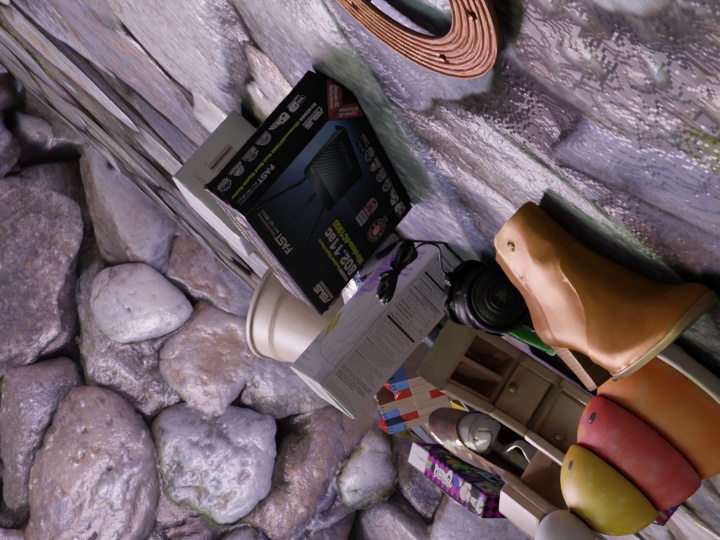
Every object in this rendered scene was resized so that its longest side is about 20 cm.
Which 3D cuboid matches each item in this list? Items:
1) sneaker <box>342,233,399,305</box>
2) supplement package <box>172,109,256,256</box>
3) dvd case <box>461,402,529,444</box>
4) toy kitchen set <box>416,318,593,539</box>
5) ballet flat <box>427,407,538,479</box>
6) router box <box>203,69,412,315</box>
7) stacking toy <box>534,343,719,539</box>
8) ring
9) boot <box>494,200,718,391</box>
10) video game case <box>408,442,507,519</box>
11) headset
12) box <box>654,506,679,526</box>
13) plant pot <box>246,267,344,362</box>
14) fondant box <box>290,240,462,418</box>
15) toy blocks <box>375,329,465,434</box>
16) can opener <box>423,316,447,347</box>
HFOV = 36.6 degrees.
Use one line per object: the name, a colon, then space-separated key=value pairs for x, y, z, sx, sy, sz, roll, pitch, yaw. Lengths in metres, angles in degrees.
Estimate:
sneaker: x=0.000 y=-0.001 z=1.358 sx=0.115 sy=0.080 sz=0.201 roll=47 pitch=153 yaw=39
supplement package: x=-0.155 y=-0.107 z=1.416 sx=0.117 sy=0.118 sz=0.200 roll=41 pitch=174 yaw=2
dvd case: x=0.195 y=0.198 z=1.380 sx=0.150 sy=0.025 sz=0.200 roll=20 pitch=154 yaw=49
toy kitchen set: x=0.167 y=0.181 z=1.139 sx=0.199 sy=0.164 sz=0.180 roll=33 pitch=-178 yaw=42
ballet flat: x=0.176 y=0.219 z=1.346 sx=0.199 sy=0.068 sz=0.068 roll=30 pitch=145 yaw=11
router box: x=-0.043 y=-0.069 z=1.044 sx=0.062 sy=0.150 sz=0.200 roll=34 pitch=168 yaw=34
stacking toy: x=0.212 y=0.164 z=0.885 sx=0.146 sy=0.200 sz=0.146 roll=40 pitch=170 yaw=9
ring: x=0.011 y=-0.195 z=0.664 sx=0.200 sy=0.019 sz=0.201 roll=41 pitch=170 yaw=9
boot: x=0.165 y=0.007 z=0.800 sx=0.145 sy=0.070 sz=0.201 roll=54 pitch=160 yaw=8
video game case: x=0.191 y=0.279 z=1.447 sx=0.198 sy=0.036 sz=0.181 roll=8 pitch=-171 yaw=-30
headset: x=0.113 y=0.037 z=1.049 sx=0.199 sy=0.095 sz=0.123 roll=33 pitch=173 yaw=-15
box: x=0.312 y=0.258 z=1.392 sx=0.137 sy=0.039 sz=0.200 roll=43 pitch=171 yaw=2
plant pot: x=-0.036 y=0.080 z=1.602 sx=0.182 sy=0.201 sz=0.201 roll=28 pitch=165 yaw=28
fondant box: x=0.021 y=0.060 z=1.204 sx=0.058 sy=0.200 sz=0.144 roll=45 pitch=170 yaw=-14
toy blocks: x=0.078 y=0.165 z=1.549 sx=0.201 sy=0.135 sz=0.101 roll=72 pitch=-178 yaw=-57
can opener: x=0.124 y=0.105 z=1.434 sx=0.200 sy=0.053 sz=0.066 roll=46 pitch=171 yaw=-19
